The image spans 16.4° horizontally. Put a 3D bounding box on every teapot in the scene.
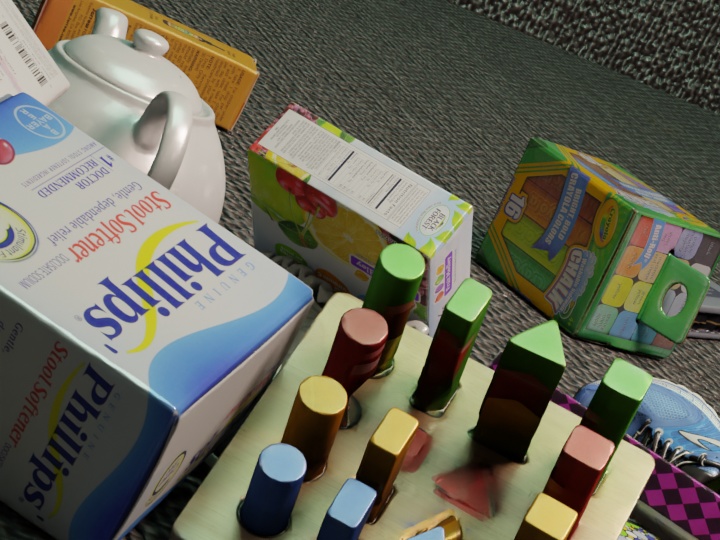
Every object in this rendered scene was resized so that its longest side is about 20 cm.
[{"bbox_3d":[-0.168,-0.093,1.700,0.199,0.147,0.197,32,15,21],"label":"teapot"}]

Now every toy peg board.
[{"bbox_3d":[0.039,0.095,1.272,0.199,0.098,0.199,27,46,9],"label":"toy peg board"}]

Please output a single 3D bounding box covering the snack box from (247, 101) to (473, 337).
[{"bbox_3d":[0.000,0.000,1.605,0.142,0.053,0.200,32,-28,20],"label":"snack box"}]

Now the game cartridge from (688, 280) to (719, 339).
[{"bbox_3d":[0.281,0.018,2.360,0.133,0.041,0.200,38,17,31],"label":"game cartridge"}]

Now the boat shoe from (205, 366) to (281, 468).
[{"bbox_3d":[-0.080,0.056,1.396,0.200,0.060,0.074,43,23,2],"label":"boat shoe"}]

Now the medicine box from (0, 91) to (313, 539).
[{"bbox_3d":[-0.154,0.023,1.267,0.199,0.103,0.182,33,27,8],"label":"medicine box"}]

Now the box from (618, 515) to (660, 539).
[{"bbox_3d":[0.172,0.205,1.375,0.070,0.065,0.200,13,18,-44],"label":"box"}]

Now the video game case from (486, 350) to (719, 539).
[{"bbox_3d":[0.173,0.143,1.532,0.200,0.036,0.181,33,-10,30],"label":"video game case"}]

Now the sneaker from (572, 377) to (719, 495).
[{"bbox_3d":[0.224,0.134,1.713,0.200,0.079,0.089,33,13,27],"label":"sneaker"}]

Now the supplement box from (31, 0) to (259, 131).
[{"bbox_3d":[-0.192,-0.195,2.225,0.199,0.069,0.067,22,14,-11],"label":"supplement box"}]

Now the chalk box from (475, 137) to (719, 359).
[{"bbox_3d":[0.218,-0.009,2.151,0.123,0.125,0.200,15,16,-40],"label":"chalk box"}]

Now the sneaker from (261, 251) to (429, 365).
[{"bbox_3d":[-0.040,0.048,1.573,0.199,0.075,0.081,21,46,33],"label":"sneaker"}]

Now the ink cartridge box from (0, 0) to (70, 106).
[{"bbox_3d":[-0.282,-0.111,1.450,0.147,0.146,0.200,55,10,-8],"label":"ink cartridge box"}]
